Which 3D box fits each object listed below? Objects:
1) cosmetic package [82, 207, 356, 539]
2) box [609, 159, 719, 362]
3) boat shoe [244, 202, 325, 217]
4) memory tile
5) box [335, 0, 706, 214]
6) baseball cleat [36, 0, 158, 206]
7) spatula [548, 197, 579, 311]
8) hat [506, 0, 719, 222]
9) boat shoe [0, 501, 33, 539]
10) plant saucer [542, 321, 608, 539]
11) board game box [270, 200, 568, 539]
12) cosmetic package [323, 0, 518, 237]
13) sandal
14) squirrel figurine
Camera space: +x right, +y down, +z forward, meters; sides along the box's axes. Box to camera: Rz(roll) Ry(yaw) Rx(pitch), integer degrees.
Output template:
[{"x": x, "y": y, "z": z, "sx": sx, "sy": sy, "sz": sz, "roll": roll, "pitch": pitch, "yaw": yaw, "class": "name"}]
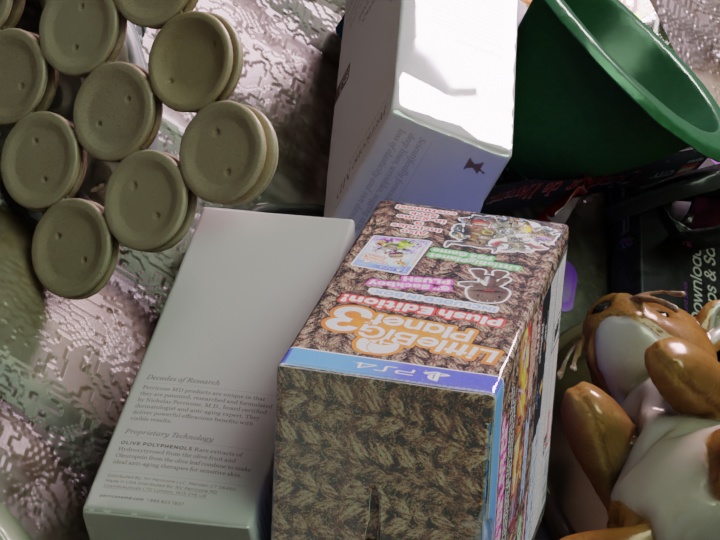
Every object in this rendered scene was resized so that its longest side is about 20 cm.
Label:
[{"x": -0.057, "y": 0.076, "z": 1.252, "sx": 0.084, "sy": 0.108, "sz": 0.201, "roll": 4, "pitch": 44, "yaw": 13, "class": "cosmetic package"}, {"x": 0.238, "y": 0.007, "z": 1.608, "sx": 0.199, "sy": 0.036, "sz": 0.144, "roll": 21, "pitch": 50, "yaw": -24, "class": "box"}, {"x": 0.000, "y": 0.000, "z": 1.403, "sx": 0.199, "sy": 0.057, "sz": 0.067, "roll": 3, "pitch": 59, "yaw": -37, "class": "boat shoe"}, {"x": -0.128, "y": -0.099, "z": 1.307, "sx": 0.017, "sy": 0.153, "sz": 0.201, "roll": 11, "pitch": 52, "yaw": -58, "class": "memory tile"}, {"x": 0.100, "y": -0.108, "z": 1.545, "sx": 0.199, "sy": 0.038, "sz": 0.137, "roll": -12, "pitch": 66, "yaw": -31, "class": "box"}, {"x": -0.127, "y": -0.127, "z": 1.383, "sx": 0.106, "sy": 0.070, "sz": 0.201, "roll": 4, "pitch": 66, "yaw": -53, "class": "baseball cleat"}, {"x": 0.123, "y": -0.044, "z": 1.560, "sx": 0.056, "sy": 0.021, "sz": 0.200, "roll": 35, "pitch": 44, "yaw": -8, "class": "spatula"}, {"x": 0.092, "y": -0.064, "z": 1.481, "sx": 0.166, "sy": 0.176, "sz": 0.200, "roll": 49, "pitch": 18, "yaw": 16, "class": "hat"}, {"x": -0.187, "y": 0.119, "z": 1.170, "sx": 0.202, "sy": 0.060, "sz": 0.072, "roll": 54, "pitch": -2, "yaw": -6, "class": "boat shoe"}, {"x": 0.168, "y": 0.120, "z": 1.476, "sx": 0.199, "sy": 0.029, "sz": 0.201, "roll": 20, "pitch": 50, "yaw": -26, "class": "plant saucer"}, {"x": 0.029, "y": 0.081, "z": 1.222, "sx": 0.096, "sy": 0.160, "sz": 0.200, "roll": 8, "pitch": 23, "yaw": 11, "class": "board game box"}, {"x": 0.034, "y": -0.106, "z": 1.404, "sx": 0.074, "sy": 0.102, "sz": 0.201, "roll": 20, "pitch": 42, "yaw": -12, "class": "cosmetic package"}, {"x": 0.226, "y": -0.041, "z": 1.558, "sx": 0.200, "sy": 0.075, "sz": 0.048, "roll": -13, "pitch": 86, "yaw": -43, "class": "sandal"}, {"x": 0.184, "y": 0.103, "z": 1.385, "sx": 0.200, "sy": 0.142, "sz": 0.187, "roll": 36, "pitch": 20, "yaw": -30, "class": "squirrel figurine"}]
